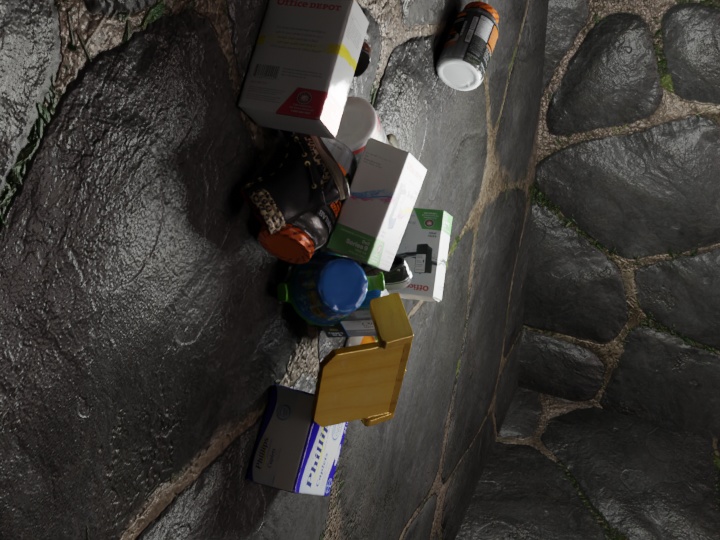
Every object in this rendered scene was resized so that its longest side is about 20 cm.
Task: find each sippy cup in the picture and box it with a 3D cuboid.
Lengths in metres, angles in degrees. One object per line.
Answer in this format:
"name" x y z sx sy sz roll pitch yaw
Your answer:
"sippy cup" -0.050 0.030 1.621 0.178 0.140 0.130 -43 -171 -17

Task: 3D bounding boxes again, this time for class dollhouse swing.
"dollhouse swing" -0.011 0.168 1.679 0.183 0.173 0.202 -108 -156 -53

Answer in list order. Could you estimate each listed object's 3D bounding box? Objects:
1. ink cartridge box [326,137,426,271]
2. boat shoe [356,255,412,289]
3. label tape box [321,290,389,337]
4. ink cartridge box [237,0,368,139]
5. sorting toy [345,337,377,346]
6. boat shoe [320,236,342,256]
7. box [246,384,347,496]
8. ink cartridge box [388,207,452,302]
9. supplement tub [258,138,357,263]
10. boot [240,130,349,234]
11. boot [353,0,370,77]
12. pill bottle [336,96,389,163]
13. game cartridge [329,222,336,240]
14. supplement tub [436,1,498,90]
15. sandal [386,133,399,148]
"ink cartridge box" 0.031 -0.111 1.575 0.145 0.086 0.203 22 88 -73
"boat shoe" 0.000 0.000 1.730 0.057 0.196 0.069 72 21 -46
"label tape box" -0.005 0.093 1.831 0.201 0.142 0.064 63 27 -59
"ink cartridge box" -0.085 -0.321 1.393 0.083 0.143 0.203 36 68 -66
"sorting toy" 0.040 0.143 2.100 0.200 0.105 0.183 50 36 -65
"boat shoe" -0.046 -0.097 1.745 0.203 0.069 0.072 89 22 -47
"box" -0.113 0.332 1.747 0.200 0.103 0.187 39 64 -67
"ink cartridge box" 0.124 -0.038 2.084 0.083 0.144 0.204 22 74 -69
"supplement tub" -0.091 -0.121 1.524 0.123 0.121 0.202 68 39 -57
"boot" -0.124 -0.159 1.440 0.149 0.201 0.073 -31 156 -10
"boot" -0.014 -0.422 1.516 0.188 0.068 0.203 -6 -114 69
"pill bottle" 0.000 -0.229 1.717 0.200 0.112 0.115 55 50 -63
"game cartridge" 0.005 -0.096 1.717 0.135 0.040 0.200 -69 162 -3
"supplement tub" 0.271 -0.559 2.242 0.123 0.121 0.202 67 39 -57
"sandal" 0.064 -0.200 2.005 0.082 0.054 0.203 -49 132 -62
